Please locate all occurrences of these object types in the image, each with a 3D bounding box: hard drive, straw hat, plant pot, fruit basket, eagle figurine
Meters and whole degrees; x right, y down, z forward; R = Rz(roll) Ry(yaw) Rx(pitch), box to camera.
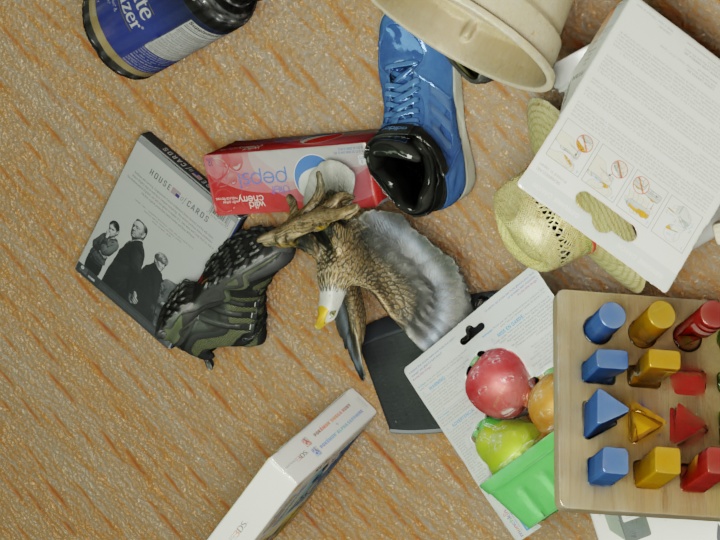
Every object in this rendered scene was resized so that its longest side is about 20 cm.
[{"bbox_3d":[0.097,0.098,1.710,0.199,0.042,0.135,-14,100,33],"label":"hard drive"},{"bbox_3d":[0.168,-0.049,1.528,0.085,0.201,0.202,-29,92,-7],"label":"straw hat"},{"bbox_3d":[0.123,-0.285,1.463,0.200,0.200,0.184,29,86,18],"label":"plant pot"},{"bbox_3d":[0.156,0.126,1.583,0.185,0.094,0.200,-42,70,32],"label":"fruit basket"},{"bbox_3d":[-0.004,0.006,1.649,0.151,0.152,0.200,-49,124,0],"label":"eagle figurine"}]

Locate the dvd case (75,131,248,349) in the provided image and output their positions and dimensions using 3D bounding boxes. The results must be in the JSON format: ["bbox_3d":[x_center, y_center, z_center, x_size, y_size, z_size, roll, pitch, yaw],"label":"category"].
[{"bbox_3d":[-0.222,-0.031,1.870,0.150,0.025,0.200,40,122,12],"label":"dvd case"}]

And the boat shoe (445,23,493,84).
[{"bbox_3d":[0.079,-0.264,1.581,0.072,0.066,0.201,-29,92,35],"label":"boat shoe"}]

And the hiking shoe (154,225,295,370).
[{"bbox_3d":[-0.127,0.029,1.814,0.101,0.076,0.200,37,125,-26],"label":"hiking shoe"}]

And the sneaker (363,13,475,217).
[{"bbox_3d":[0.046,-0.150,1.616,0.076,0.111,0.201,-5,105,32],"label":"sneaker"}]

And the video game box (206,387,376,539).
[{"bbox_3d":[-0.084,0.233,1.791,0.047,0.182,0.200,43,124,10],"label":"video game box"}]

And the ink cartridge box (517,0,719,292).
[{"bbox_3d":[0.237,-0.104,1.424,0.162,0.200,0.050,35,168,-9],"label":"ink cartridge box"}]

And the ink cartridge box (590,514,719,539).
[{"bbox_3d":[0.296,0.211,1.618,0.145,0.084,0.201,-14,100,33],"label":"ink cartridge box"}]

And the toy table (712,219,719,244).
[{"bbox_3d":[0.403,-0.061,1.437,0.183,0.117,0.201,-27,92,34],"label":"toy table"}]

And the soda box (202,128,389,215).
[{"bbox_3d":[-0.059,-0.100,1.726,0.199,0.063,0.070,-3,107,31],"label":"soda box"}]

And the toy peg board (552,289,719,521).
[{"bbox_3d":[0.276,0.107,1.474,0.198,0.201,0.098,5,159,-9],"label":"toy peg board"}]

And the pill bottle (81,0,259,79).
[{"bbox_3d":[-0.175,-0.278,1.699,0.199,0.112,0.112,-23,95,34],"label":"pill bottle"}]

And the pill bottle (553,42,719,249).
[{"bbox_3d":[0.249,-0.113,1.510,0.112,0.112,0.201,-27,93,35],"label":"pill bottle"}]
